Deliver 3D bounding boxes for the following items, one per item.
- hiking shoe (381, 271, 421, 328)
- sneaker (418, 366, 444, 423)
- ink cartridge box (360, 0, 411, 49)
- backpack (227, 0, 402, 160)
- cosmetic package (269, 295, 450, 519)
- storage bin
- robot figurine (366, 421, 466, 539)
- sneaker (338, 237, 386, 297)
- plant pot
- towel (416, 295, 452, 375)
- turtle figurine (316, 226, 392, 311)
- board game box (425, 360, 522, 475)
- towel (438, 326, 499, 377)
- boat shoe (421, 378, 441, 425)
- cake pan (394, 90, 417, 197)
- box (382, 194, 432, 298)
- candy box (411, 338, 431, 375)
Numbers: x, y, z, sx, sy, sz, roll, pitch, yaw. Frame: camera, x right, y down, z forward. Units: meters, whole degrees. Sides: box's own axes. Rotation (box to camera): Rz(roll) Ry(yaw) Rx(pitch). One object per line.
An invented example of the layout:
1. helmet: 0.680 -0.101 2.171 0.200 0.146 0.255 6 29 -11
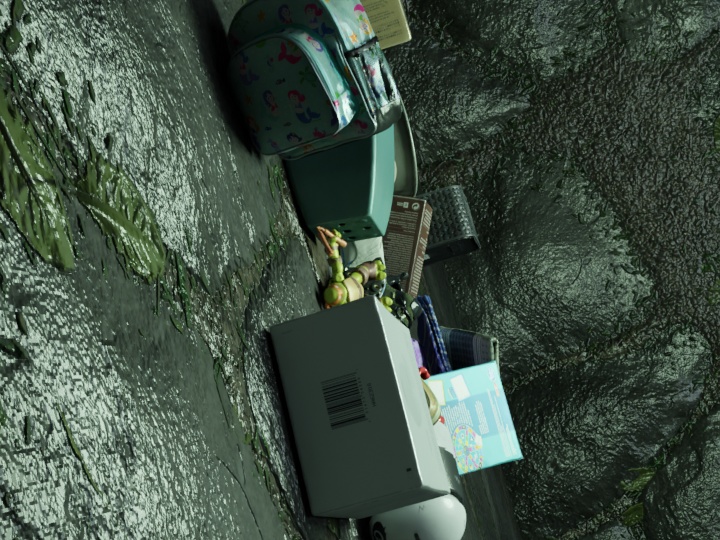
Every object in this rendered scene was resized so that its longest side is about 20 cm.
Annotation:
1. hiking shoe: 0.040 0.073 1.694 0.201 0.100 0.076 -98 167 -45
2. sneaker: 0.051 0.151 1.552 0.077 0.085 0.200 22 30 -57
3. ink cartridge box: -0.038 -0.408 1.774 0.075 0.199 0.166 -81 154 -72
4. backpack: -0.065 -0.239 1.349 0.150 0.177 0.201 -30 105 -50
5. cosmetic package: 0.004 0.154 1.233 0.200 0.122 0.200 43 31 -71
6. storage bin: 0.093 -0.062 1.951 0.135 0.199 0.094 39 34 -75
7. robot figurine: 0.059 0.259 1.407 0.150 0.125 0.201 17 44 -29
8. sneaker: 0.000 0.000 1.708 0.201 0.071 0.073 -87 -172 -47
9. plant pot: -0.027 -0.147 1.577 0.141 0.140 0.201 52 30 -68
10. towel: 0.122 0.155 1.851 0.145 0.024 0.201 87 -10 -58
11. turtle figurine: -0.010 0.039 1.547 0.161 0.064 0.201 -3 70 -67
12. board game box: 0.127 0.228 1.686 0.047 0.199 0.152 -33 -111 60
13. towel: 0.182 0.194 1.839 0.192 0.034 0.201 -175 -102 -67
14. boat shoe: 0.017 0.119 1.379 0.200 0.072 0.076 35 -25 40
15. cake pan: 0.045 -0.207 1.826 0.200 0.037 0.201 166 -90 -82
16. box: 0.060 -0.013 1.830 0.100 0.075 0.201 30 69 -79
17. candy box: 0.082 0.214 1.795 0.168 0.071 0.201 36 38 -78
